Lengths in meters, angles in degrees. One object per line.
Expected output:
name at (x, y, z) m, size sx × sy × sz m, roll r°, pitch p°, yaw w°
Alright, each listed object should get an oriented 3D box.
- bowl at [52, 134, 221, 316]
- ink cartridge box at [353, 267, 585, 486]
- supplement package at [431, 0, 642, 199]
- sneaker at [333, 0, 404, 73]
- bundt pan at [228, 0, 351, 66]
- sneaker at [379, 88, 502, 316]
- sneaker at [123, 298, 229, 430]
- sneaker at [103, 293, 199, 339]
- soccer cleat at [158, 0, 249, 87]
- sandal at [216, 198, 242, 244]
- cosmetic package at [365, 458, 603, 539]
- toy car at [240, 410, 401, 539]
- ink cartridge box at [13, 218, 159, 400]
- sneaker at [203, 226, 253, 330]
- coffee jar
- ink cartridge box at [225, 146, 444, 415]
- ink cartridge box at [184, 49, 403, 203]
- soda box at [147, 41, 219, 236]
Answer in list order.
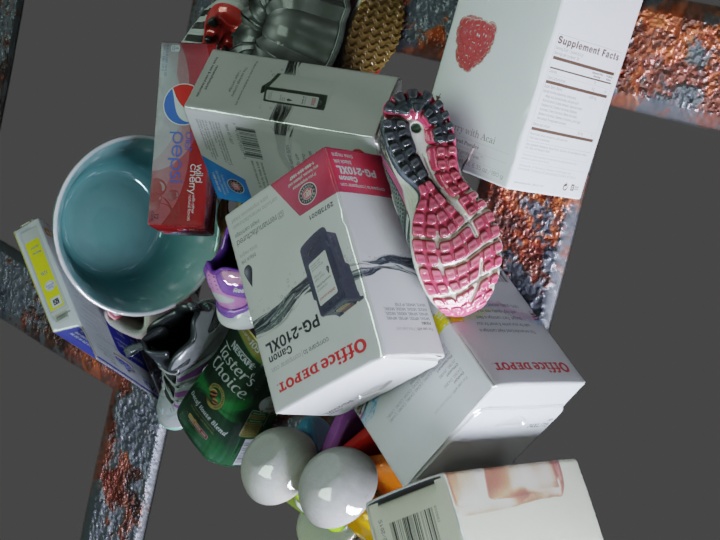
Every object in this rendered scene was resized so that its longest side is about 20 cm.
bowl at (-0.267, -0.053, 1.497) m, size 0.105 × 0.199 × 0.203 m, roll 8°, pitch 94°, yaw 59°
ink cartridge box at (0.076, 0.079, 1.244) m, size 0.146 × 0.146 × 0.201 m, roll -52°, pitch 56°, yaw 27°
supplement package at (0.153, -0.182, 1.204) m, size 0.121 × 0.119 × 0.202 m, roll 26°, pitch 105°, yaw 41°
sneaker at (-0.021, -0.219, 1.399) m, size 0.090 × 0.075 × 0.201 m, roll 25°, pitch 99°, yaw 48°
bundt pan at (-0.085, -0.245, 1.398) m, size 0.202 × 0.075 × 0.203 m, roll -51°, pitch 28°, yaw 41°
sneaker at (0.069, -0.058, 1.163) m, size 0.075 × 0.080 × 0.202 m, roll 123°, pitch 133°, yaw -78°
sneaker at (-0.220, 0.105, 1.519) m, size 0.078 × 0.139 × 0.201 m, roll 48°, pitch 118°, yaw 33°
sneaker at (-0.273, 0.009, 1.600) m, size 0.201 × 0.104 × 0.076 m, roll 54°, pitch 125°, yaw 30°
soccer cleat at (-0.175, -0.265, 1.554) m, size 0.200 × 0.068 × 0.086 m, roll -42°, pitch 18°, yaw 52°
sandal at (-0.129, -0.064, 1.461) m, size 0.054 × 0.080 × 0.201 m, roll 40°, pitch 135°, yaw 16°
cosmetic package at (0.112, 0.225, 1.169) m, size 0.103 × 0.199 × 0.088 m, roll -29°, pitch 68°, yaw 36°
toy car at (-0.008, 0.207, 1.328) m, size 0.199 × 0.175 × 0.151 m, roll 11°, pitch 61°, yaw 43°
ink cartridge box at (-0.325, 0.059, 1.588) m, size 0.047 × 0.198 × 0.201 m, roll -27°, pitch 65°, yaw 4°
sneaker at (-0.096, -0.036, 1.398) m, size 0.080 × 0.089 × 0.201 m, roll 14°, pitch 58°, yaw 42°
coffee jar at (-0.120, 0.114, 1.465) m, size 0.104 × 0.085 × 0.201 m, roll 47°, pitch 118°, yaw 33°
ink cartridge box at (-0.027, 0.014, 1.186) m, size 0.144 × 0.084 × 0.201 m, roll -31°, pitch 67°, yaw 37°
ink cartridge box at (-0.054, -0.127, 1.297) m, size 0.198 × 0.146 × 0.085 m, roll 11°, pitch 58°, yaw 16°
soda box at (-0.186, -0.141, 1.425) m, size 0.063 × 0.070 × 0.202 m, roll 3°, pitch 84°, yaw 4°
